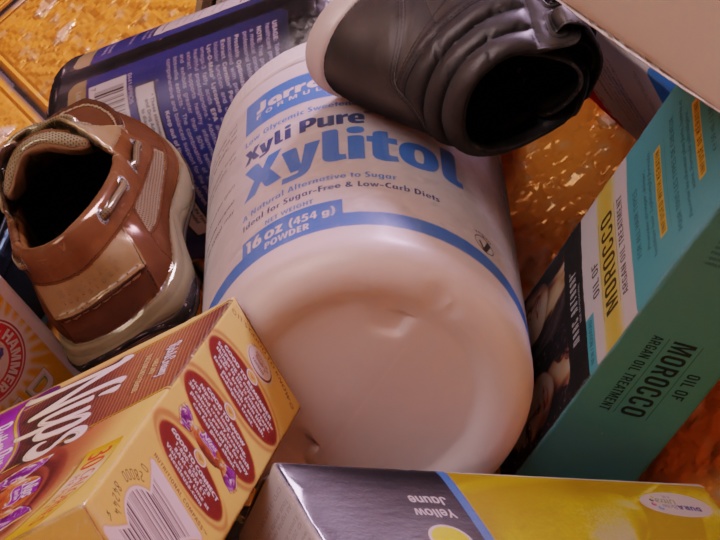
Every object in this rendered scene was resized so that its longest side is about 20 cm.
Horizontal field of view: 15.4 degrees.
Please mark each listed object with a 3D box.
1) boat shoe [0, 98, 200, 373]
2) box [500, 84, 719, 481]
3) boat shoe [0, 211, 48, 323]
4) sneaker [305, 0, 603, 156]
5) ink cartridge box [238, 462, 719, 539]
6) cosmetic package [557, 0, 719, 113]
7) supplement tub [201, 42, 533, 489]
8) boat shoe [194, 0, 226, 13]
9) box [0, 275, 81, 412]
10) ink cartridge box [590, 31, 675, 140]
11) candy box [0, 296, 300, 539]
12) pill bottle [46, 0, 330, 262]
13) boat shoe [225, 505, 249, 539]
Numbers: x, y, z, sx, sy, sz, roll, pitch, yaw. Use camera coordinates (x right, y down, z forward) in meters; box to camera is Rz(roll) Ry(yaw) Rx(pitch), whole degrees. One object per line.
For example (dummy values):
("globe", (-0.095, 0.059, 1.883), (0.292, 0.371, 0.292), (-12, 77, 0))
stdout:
("boat shoe", (-0.114, -0.032, 1.110), (0.076, 0.074, 0.200), (-34, 27, 3))
("box", (0.115, 0.005, 1.025), (0.200, 0.049, 0.082), (122, 157, -45))
("boat shoe", (-0.217, 0.036, 1.293), (0.084, 0.069, 0.200), (14, 64, 41))
("sneaker", (0.080, -0.121, 1.066), (0.200, 0.071, 0.099), (-44, 54, -9))
("ink cartridge box", (0.082, 0.143, 0.922), (0.200, 0.197, 0.047), (52, 127, 49))
("cosmetic package", (0.155, -0.126, 0.973), (0.105, 0.200, 0.071), (38, 120, 18))
("supplement tub", (0.000, 0.000, 1.096), (0.132, 0.132, 0.200), (-26, 28, 12))
("boat shoe", (-0.031, -0.182, 1.290), (0.075, 0.200, 0.068), (-10, 34, -29))
("box", (-0.168, 0.078, 1.126), (0.101, 0.200, 0.113), (25, 70, 44))
("ink cartridge box", (0.136, -0.096, 1.135), (0.067, 0.116, 0.200), (-40, 43, -2))
("candy box", (-0.100, 0.085, 0.920), (0.116, 0.057, 0.200), (-27, 13, 19))
("pill bottle", (-0.037, -0.076, 1.238), (0.200, 0.112, 0.112), (-18, 46, 20))
("boat shoe", (-0.046, 0.120, 1.030), (0.072, 0.060, 0.202), (-44, -3, 4))
